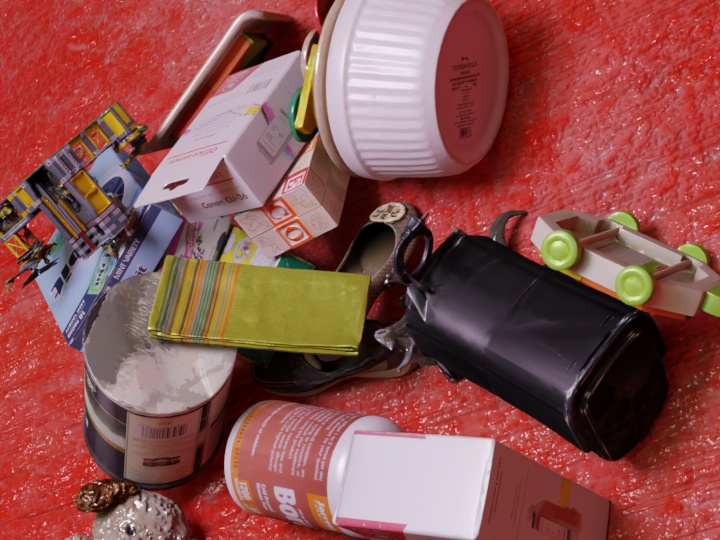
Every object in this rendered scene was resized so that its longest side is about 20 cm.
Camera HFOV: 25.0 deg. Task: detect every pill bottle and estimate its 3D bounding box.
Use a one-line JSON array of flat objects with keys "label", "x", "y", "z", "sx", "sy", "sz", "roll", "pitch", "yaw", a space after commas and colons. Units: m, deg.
[{"label": "pill bottle", "x": -0.022, "y": 0.186, "z": 1.505, "sx": 0.199, "sy": 0.112, "sz": 0.113, "roll": 5, "pitch": 76, "yaw": 40}]

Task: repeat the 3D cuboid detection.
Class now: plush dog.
[{"label": "plush dog", "x": -0.237, "y": 0.302, "z": 1.618, "sx": 0.172, "sy": 0.200, "sz": 0.160, "roll": -51, "pitch": 12, "yaw": -3}]

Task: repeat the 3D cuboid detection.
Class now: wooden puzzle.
[{"label": "wooden puzzle", "x": -0.152, "y": -0.198, "z": 1.740, "sx": 0.037, "sy": 0.185, "sz": 0.200, "roll": 42, "pitch": 100, "yaw": 0}]

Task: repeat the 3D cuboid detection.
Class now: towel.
[{"label": "towel", "x": -0.093, "y": 0.031, "z": 1.499, "sx": 0.198, "sy": 0.018, "sz": 0.087, "roll": 5, "pitch": 62, "yaw": 7}]

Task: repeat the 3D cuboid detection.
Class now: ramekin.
[{"label": "ramekin", "x": 0.062, "y": -0.182, "z": 1.536, "sx": 0.104, "sy": 0.200, "sz": 0.202, "roll": 8, "pitch": 77, "yaw": 29}]

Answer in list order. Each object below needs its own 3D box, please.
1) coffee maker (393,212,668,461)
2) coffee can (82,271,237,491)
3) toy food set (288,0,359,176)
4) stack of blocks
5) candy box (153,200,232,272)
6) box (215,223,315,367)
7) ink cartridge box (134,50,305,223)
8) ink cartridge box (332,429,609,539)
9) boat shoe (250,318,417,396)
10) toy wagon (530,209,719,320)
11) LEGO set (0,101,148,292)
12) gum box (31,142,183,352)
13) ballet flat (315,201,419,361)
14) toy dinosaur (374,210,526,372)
[{"label": "coffee maker", "x": 0.141, "y": 0.060, "z": 1.374, "sx": 0.199, "sy": 0.192, "sz": 0.136, "roll": 27, "pitch": 94, "yaw": 42}, {"label": "coffee can", "x": -0.198, "y": 0.111, "z": 1.588, "sx": 0.145, "sy": 0.200, "sz": 0.147, "roll": 4, "pitch": 61, "yaw": -8}, {"label": "toy food set", "x": 0.000, "y": -0.193, "z": 1.581, "sx": 0.048, "sy": 0.198, "sz": 0.202, "roll": 8, "pitch": 80, "yaw": 29}, {"label": "stack of blocks", "x": -0.068, "y": -0.102, "z": 1.633, "sx": 0.115, "sy": 0.059, "sz": 0.201, "roll": -26, "pitch": 30, "yaw": 27}, {"label": "candy box", "x": -0.226, "y": -0.011, "z": 1.737, "sx": 0.200, "sy": 0.061, "sz": 0.137, "roll": 8, "pitch": 75, "yaw": 58}, {"label": "box", "x": -0.131, "y": 0.017, "z": 1.678, "sx": 0.200, "sy": 0.048, "sz": 0.118, "roll": 26, "pitch": 90, "yaw": 56}, {"label": "ink cartridge box", "x": -0.122, "y": -0.116, "z": 1.583, "sx": 0.116, "sy": 0.068, "sz": 0.201, "roll": -11, "pitch": 37, "yaw": 46}, {"label": "ink cartridge box", "x": 0.097, "y": 0.201, "z": 1.350, "sx": 0.144, "sy": 0.200, "sz": 0.084, "roll": -2, "pitch": 68, "yaw": 38}, {"label": "boat shoe", "x": -0.035, "y": 0.077, "z": 1.590, "sx": 0.199, "sy": 0.065, "sz": 0.074, "roll": -15, "pitch": 64, "yaw": 33}, {"label": "toy wagon", "x": 0.241, "y": 0.001, "z": 1.344, "sx": 0.199, "sy": 0.155, "sz": 0.040, "roll": 27, "pitch": 110, "yaw": 24}, {"label": "LEGO set", "x": -0.279, "y": -0.065, "z": 1.641, "sx": 0.200, "sy": 0.116, "sz": 0.154, "roll": -34, "pitch": 11, "yaw": 34}, {"label": "gum box", "x": -0.270, "y": -0.025, "z": 1.710, "sx": 0.171, "sy": 0.044, "sz": 0.200, "roll": -58, "pitch": 29, "yaw": 8}, {"label": "ballet flat", "x": 0.000, "y": 0.000, "z": 1.560, "sx": 0.067, "sy": 0.046, "sz": 0.201, "roll": -1, "pitch": 46, "yaw": 39}, {"label": "toy dinosaur", "x": 0.090, "y": 0.023, "z": 1.517, "sx": 0.199, "sy": 0.077, "sz": 0.102, "roll": -33, "pitch": 52, "yaw": -16}]
